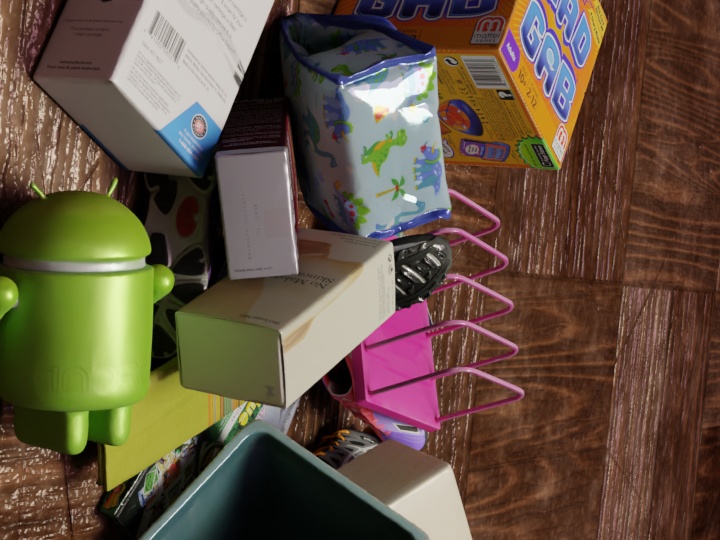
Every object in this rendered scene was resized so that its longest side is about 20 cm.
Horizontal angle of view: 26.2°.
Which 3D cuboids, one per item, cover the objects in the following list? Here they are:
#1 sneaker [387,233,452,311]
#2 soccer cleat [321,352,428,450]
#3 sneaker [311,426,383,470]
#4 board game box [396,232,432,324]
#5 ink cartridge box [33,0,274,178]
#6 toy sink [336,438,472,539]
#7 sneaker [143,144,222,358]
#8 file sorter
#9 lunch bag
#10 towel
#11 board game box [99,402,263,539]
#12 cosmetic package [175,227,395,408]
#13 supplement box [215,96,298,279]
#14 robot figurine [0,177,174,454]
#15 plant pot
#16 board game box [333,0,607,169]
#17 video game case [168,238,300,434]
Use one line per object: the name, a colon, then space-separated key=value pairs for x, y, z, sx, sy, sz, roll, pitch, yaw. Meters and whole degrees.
sneaker: x=0.000 y=0.000 z=1.435 sx=0.074 sy=0.200 sz=0.079 roll=38 pitch=47 yaw=-34
soccer cleat: x=0.002 y=0.122 z=1.553 sx=0.200 sy=0.068 sz=0.073 roll=60 pitch=37 yaw=-27
sneaker: x=-0.024 y=0.202 z=1.586 sx=0.200 sy=0.078 sz=0.077 roll=2 pitch=65 yaw=-55
board game box: x=0.016 y=0.027 z=1.648 sx=0.126 sy=0.035 sz=0.200 roll=-56 pitch=140 yaw=-39
ink cartridge box: x=-0.157 y=-0.198 z=1.245 sx=0.146 sy=0.084 sz=0.200 roll=49 pitch=53 yaw=-52
toy sink: x=0.031 y=0.287 z=1.501 sx=0.130 sy=0.112 sz=0.200 roll=-29 pitch=115 yaw=-27
sneaker: x=-0.146 y=-0.022 z=1.314 sx=0.083 sy=0.080 sz=0.200 roll=31 pitch=72 yaw=-72
file sorter: x=0.075 y=0.037 z=1.528 sx=0.139 sy=0.125 sz=0.200 roll=26 pitch=52 yaw=-52
lunch bag: x=-0.009 y=-0.138 z=1.426 sx=0.127 sy=0.200 sz=0.170 roll=-19 pitch=117 yaw=-25
towel: x=-0.151 y=0.105 z=1.304 sx=0.200 sy=0.018 sz=0.086 roll=-32 pitch=132 yaw=-47
board game box: x=-0.149 y=0.153 z=1.366 sx=0.200 sy=0.023 sz=0.105 roll=-59 pitch=142 yaw=-25
cosmetic package: x=-0.058 y=0.035 z=1.296 sx=0.200 sy=0.105 sz=0.071 roll=-40 pitch=133 yaw=-56
supplement box: x=-0.086 y=-0.075 z=1.329 sx=0.200 sy=0.061 sz=0.109 roll=-98 pitch=-177 yaw=-71
robot figurine: x=-0.214 y=0.032 z=1.156 sx=0.175 sy=0.116 sz=0.200 roll=-6 pitch=101 yaw=-48
plant pot: x=-0.078 y=0.294 z=1.354 sx=0.196 sy=0.196 sz=0.200 roll=-46 pitch=158 yaw=-31
board game box: x=0.113 y=-0.245 z=1.600 sx=0.200 sy=0.199 sz=0.200 roll=54 pitch=49 yaw=-50
video game case: x=-0.106 y=0.082 z=1.460 sx=0.200 sy=0.019 sz=0.143 roll=54 pitch=49 yaw=-49
